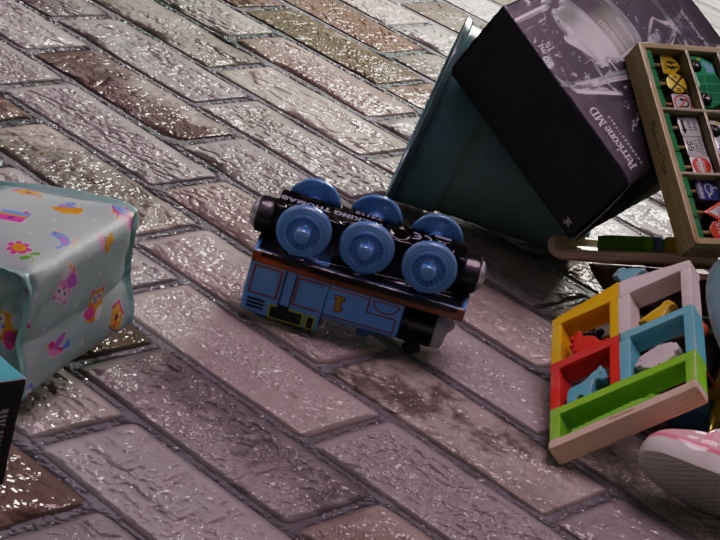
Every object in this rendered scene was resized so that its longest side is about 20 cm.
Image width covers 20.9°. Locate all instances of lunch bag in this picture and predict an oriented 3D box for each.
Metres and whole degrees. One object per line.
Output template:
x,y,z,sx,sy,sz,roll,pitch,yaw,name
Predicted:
-0.286,-0.002,1.416,0.200,0.122,0.170,16,24,19,lunch bag

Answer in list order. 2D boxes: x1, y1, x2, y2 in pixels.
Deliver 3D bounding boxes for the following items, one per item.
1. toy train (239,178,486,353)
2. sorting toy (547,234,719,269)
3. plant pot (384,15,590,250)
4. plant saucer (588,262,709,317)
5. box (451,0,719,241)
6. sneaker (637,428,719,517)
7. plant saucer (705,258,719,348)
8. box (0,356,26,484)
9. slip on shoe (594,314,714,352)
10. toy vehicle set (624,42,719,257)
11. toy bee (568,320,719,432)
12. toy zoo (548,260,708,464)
0.000,0.000,1.607,0.200,0.114,0.087,16,26,1,toy train
0.301,-0.015,1.787,0.200,0.037,0.185,9,4,42,sorting toy
0.151,-0.118,1.904,0.196,0.200,0.200,24,23,-2,plant pot
0.309,0.021,1.806,0.200,0.037,0.200,7,2,0,plant saucer
0.228,-0.167,1.787,0.197,0.124,0.200,-29,79,-31,box
0.313,0.140,1.498,0.200,0.075,0.105,20,64,-6,sneaker
0.363,0.067,1.613,0.200,0.027,0.200,29,40,-28,plant saucer
-0.309,0.102,1.206,0.200,0.082,0.049,-7,31,-44,box
0.304,0.074,1.717,0.200,0.061,0.074,8,9,13,slip on shoe
0.311,-0.105,1.699,0.124,0.027,0.200,0,64,-25,toy vehicle set
0.280,0.091,1.594,0.200,0.109,0.131,4,63,-11,toy bee
0.213,0.062,1.566,0.020,0.131,0.200,53,24,-26,toy zoo
